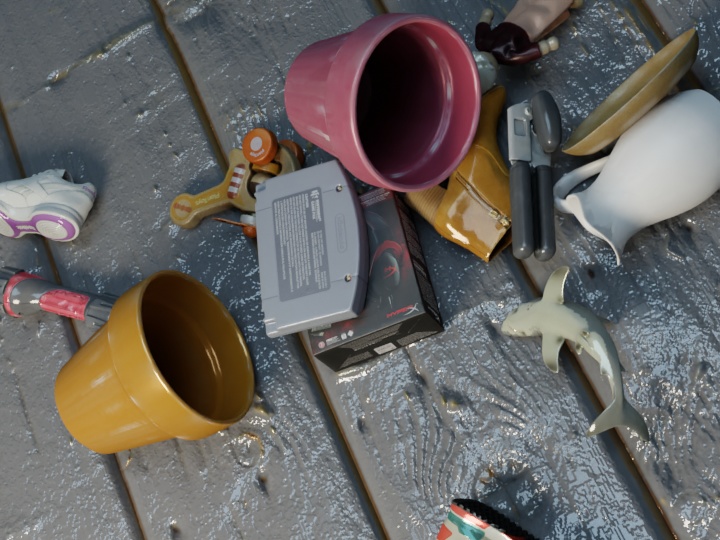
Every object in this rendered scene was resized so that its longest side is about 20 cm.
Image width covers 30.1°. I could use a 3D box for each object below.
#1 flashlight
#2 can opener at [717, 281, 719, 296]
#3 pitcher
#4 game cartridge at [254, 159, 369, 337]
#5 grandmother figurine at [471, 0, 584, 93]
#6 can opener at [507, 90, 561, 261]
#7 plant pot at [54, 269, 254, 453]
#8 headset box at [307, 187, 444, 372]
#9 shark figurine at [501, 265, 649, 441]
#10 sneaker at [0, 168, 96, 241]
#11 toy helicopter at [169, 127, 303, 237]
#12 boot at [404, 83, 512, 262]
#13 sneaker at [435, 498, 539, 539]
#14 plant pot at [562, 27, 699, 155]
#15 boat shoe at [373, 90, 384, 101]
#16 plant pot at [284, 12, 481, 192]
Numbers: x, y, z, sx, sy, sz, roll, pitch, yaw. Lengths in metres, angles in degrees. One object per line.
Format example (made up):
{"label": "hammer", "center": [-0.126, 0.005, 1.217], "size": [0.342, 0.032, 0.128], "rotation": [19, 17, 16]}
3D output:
{"label": "flashlight", "center": [-0.394, 0.045, 1.752], "size": [0.200, 0.068, 0.068], "rotation": [14, 73, 27]}
{"label": "can opener", "center": [0.428, 0.093, 1.414], "size": [0.053, 0.066, 0.200], "rotation": [-19, 54, 11]}
{"label": "pitcher", "center": [0.319, -0.118, 1.517], "size": [0.200, 0.121, 0.172], "rotation": [-41, 32, 0]}
{"label": "game cartridge", "center": [-0.057, -0.027, 1.581], "size": [0.133, 0.040, 0.200], "rotation": [-16, 64, 22]}
{"label": "grandmother figurine", "center": [0.190, -0.285, 1.633], "size": [0.200, 0.061, 0.121], "rotation": [-44, 39, -21]}
{"label": "can opener", "center": [0.203, -0.113, 1.546], "size": [0.053, 0.067, 0.200], "rotation": [6, 66, -14]}
{"label": "plant pot", "center": [-0.260, 0.129, 1.605], "size": [0.183, 0.200, 0.201], "rotation": [-29, 60, 25]}
{"label": "headset box", "center": [0.000, 0.000, 1.609], "size": [0.148, 0.075, 0.200], "rotation": [-21, 62, 14]}
{"label": "shark figurine", "center": [0.259, 0.081, 1.476], "size": [0.215, 0.089, 0.128], "rotation": [48, 125, 38]}
{"label": "sneaker", "center": [-0.450, -0.095, 1.843], "size": [0.200, 0.075, 0.100], "rotation": [10, 54, 25]}
{"label": "toy helicopter", "center": [-0.161, -0.092, 1.727], "size": [0.200, 0.079, 0.133], "rotation": [-19, 71, 26]}
{"label": "boot", "center": [0.162, -0.115, 1.607], "size": [0.144, 0.071, 0.201], "rotation": [33, 78, 18]}
{"label": "sneaker", "center": [0.161, 0.330, 1.422], "size": [0.200, 0.070, 0.094], "rotation": [33, 101, 27]}
{"label": "plant pot", "center": [0.312, -0.196, 1.520], "size": [0.200, 0.200, 0.027], "rotation": [-45, 94, -1]}
{"label": "boat shoe", "center": [0.044, -0.231, 1.693], "size": [0.200, 0.066, 0.074], "rotation": [-28, 61, 9]}
{"label": "plant pot", "center": [0.013, -0.202, 1.567], "size": [0.179, 0.200, 0.200], "rotation": [16, 74, 50]}
